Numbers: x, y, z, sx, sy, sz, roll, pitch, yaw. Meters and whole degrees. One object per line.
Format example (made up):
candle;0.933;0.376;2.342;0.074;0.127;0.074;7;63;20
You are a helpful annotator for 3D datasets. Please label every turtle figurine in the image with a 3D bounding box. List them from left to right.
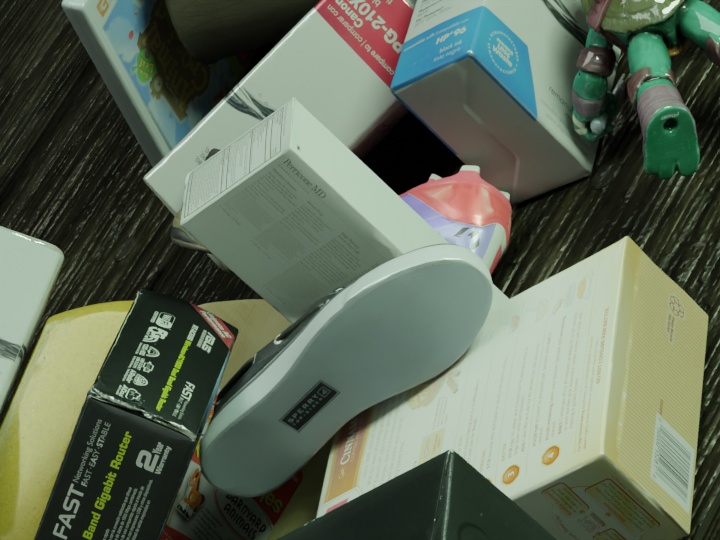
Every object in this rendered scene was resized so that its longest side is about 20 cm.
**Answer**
turtle figurine;0.169;-0.135;1.527;0.150;0.101;0.200;-42;34;12

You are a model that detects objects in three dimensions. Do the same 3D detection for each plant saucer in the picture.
plant saucer;-0.202;0.105;1.678;0.200;0.048;0.201;163;131;-81

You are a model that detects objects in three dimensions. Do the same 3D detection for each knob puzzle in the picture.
knob puzzle;-0.073;0.106;1.533;0.219;0.030;0.221;-10;74;38

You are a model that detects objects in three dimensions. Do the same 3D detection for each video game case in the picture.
video game case;-0.130;-0.190;1.925;0.022;0.200;0.183;10;59;27

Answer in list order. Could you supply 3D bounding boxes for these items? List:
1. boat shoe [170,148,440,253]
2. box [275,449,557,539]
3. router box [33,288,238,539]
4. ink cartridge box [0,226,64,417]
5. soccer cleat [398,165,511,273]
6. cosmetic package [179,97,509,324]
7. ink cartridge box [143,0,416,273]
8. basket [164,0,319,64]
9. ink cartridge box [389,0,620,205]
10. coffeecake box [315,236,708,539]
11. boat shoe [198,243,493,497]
boat shoe;-0.033;-0.036;1.579;0.199;0.074;0.074;11;91;40
box;0.045;0.202;1.152;0.148;0.200;0.125;-29;34;31
router box;-0.134;0.129;1.441;0.150;0.062;0.201;-72;3;-68
ink cartridge box;-0.264;0.083;1.665;0.145;0.083;0.201;120;171;-52
soccer cleat;0.008;-0.005;1.623;0.199;0.067;0.077;-17;45;41
cosmetic package;0.000;0.000;1.476;0.082;0.200;0.051;-32;32;27
ink cartridge box;-0.032;-0.100;1.720;0.200;0.084;0.145;-44;-2;9
basket;-0.023;-0.239;1.842;0.199;0.136;0.182;-3;87;24
ink cartridge box;0.098;-0.155;1.623;0.068;0.116;0.201;-22;38;38
coffeecake box;0.074;0.095;1.384;0.199;0.073;0.154;-29;32;33
boat shoe;-0.010;0.042;1.434;0.200;0.070;0.066;-44;26;26
